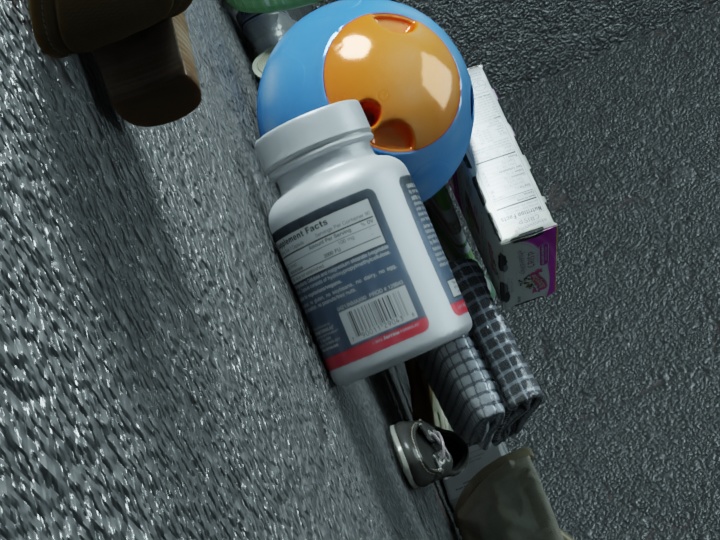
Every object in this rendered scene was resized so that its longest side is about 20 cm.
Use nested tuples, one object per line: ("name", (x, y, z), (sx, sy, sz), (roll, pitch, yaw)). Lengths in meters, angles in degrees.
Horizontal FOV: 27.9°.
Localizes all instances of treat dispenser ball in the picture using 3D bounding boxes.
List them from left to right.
("treat dispenser ball", (0.005, -0.148, 1.327), (0.201, 0.200, 0.202), (-23, 90, -86))

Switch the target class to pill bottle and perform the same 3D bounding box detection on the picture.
("pill bottle", (-0.003, -0.023, 1.127), (0.120, 0.119, 0.201), (9, 58, -85))

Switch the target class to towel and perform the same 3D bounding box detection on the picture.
("towel", (0.088, -0.069, 1.551), (0.149, 0.031, 0.200), (58, -5, 45))
("towel", (0.116, 0.091, 1.490), (0.200, 0.085, 0.166), (90, -26, -73))

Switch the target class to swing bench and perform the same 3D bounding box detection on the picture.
("swing bench", (0.190, 0.342, 1.594), (0.200, 0.129, 0.199), (58, 9, -33))

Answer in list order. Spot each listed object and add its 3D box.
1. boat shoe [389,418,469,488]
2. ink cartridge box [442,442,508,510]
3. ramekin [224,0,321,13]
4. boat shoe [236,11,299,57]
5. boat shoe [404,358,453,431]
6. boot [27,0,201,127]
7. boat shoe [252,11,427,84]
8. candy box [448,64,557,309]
("boat shoe", (0.070, 0.174, 1.414), (0.200, 0.057, 0.067), (47, 20, -78))
("ink cartridge box", (0.142, 0.234, 1.798), (0.200, 0.084, 0.145), (-107, 173, -47))
("ramekin", (-0.071, -0.348, 1.511), (0.200, 0.199, 0.098), (-105, 178, -61))
("boat shoe", (-0.077, -0.238, 1.631), (0.202, 0.074, 0.086), (38, 29, -77))
("boat shoe", (0.093, 0.107, 1.633), (0.074, 0.069, 0.201), (152, -65, -65))
("boot", (-0.130, -0.169, 0.672), (0.200, 0.073, 0.155), (94, -23, -72))
("boat shoe", (-0.017, -0.219, 1.540), (0.068, 0.199, 0.072), (90, -23, -43))
("candy box", (0.131, -0.082, 1.427), (0.137, 0.061, 0.201), (78, -7, -62))
